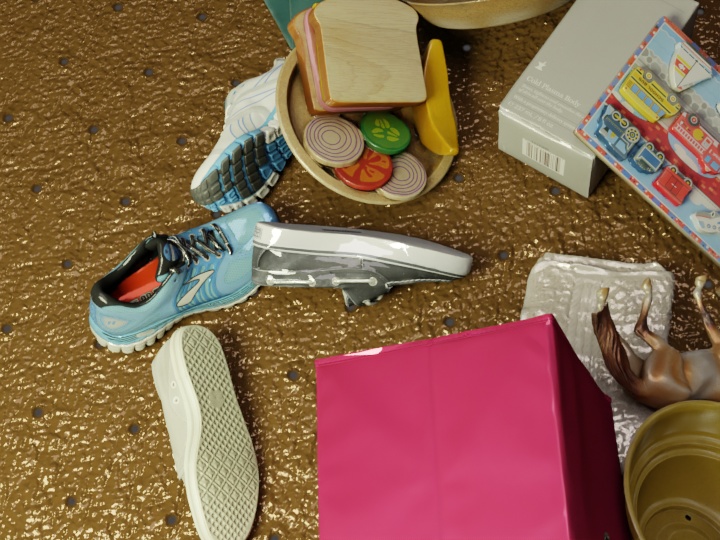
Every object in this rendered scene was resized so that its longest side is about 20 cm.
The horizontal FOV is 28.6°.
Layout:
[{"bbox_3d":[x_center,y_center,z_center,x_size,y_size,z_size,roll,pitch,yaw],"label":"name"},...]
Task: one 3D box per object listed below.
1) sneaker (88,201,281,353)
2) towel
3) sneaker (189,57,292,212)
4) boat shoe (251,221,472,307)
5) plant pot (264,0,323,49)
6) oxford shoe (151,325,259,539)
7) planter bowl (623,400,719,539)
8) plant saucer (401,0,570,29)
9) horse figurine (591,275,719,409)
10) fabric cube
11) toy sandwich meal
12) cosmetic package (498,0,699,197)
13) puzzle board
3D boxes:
[{"bbox_3d":[-0.157,-0.002,1.278,0.199,0.090,0.078,-34,64,-15],"label":"sneaker"},{"bbox_3d":[0.201,0.079,1.230,0.132,0.035,0.201,5,64,10],"label":"towel"},{"bbox_3d":[-0.106,-0.134,1.356,0.086,0.075,0.200,24,55,27],"label":"sneaker"},{"bbox_3d":[0.000,0.000,1.277,0.199,0.072,0.068,6,98,-6],"label":"boat shoe"},{"bbox_3d":[-0.008,-0.347,1.416,0.199,0.142,0.142,-22,63,-13],"label":"plant pot"},{"bbox_3d":[-0.137,0.147,1.224,0.058,0.075,0.201,-31,65,37],"label":"oxford shoe"},{"bbox_3d":[0.278,0.208,1.110,0.199,0.084,0.201,12,51,-15],"label":"planter bowl"},{"bbox_3d":[0.136,-0.272,1.367,0.199,0.036,0.200,-12,23,5],"label":"plant saucer"},{"bbox_3d":[0.272,0.070,1.190,0.199,0.050,0.133,0,68,-28],"label":"horse figurine"},{"bbox_3d":[0.090,0.175,1.077,0.199,0.196,0.200,-12,61,20],"label":"fabric cube"},{"bbox_3d":[0.014,-0.161,1.315,0.204,0.070,0.206,9,66,-20],"label":"toy sandwich meal"},{"bbox_3d":[0.223,-0.182,1.330,0.106,0.090,0.200,29,73,17],"label":"cosmetic package"},{"bbox_3d":[0.307,-0.113,1.274,0.200,0.017,0.151,41,72,-7],"label":"puzzle board"}]
